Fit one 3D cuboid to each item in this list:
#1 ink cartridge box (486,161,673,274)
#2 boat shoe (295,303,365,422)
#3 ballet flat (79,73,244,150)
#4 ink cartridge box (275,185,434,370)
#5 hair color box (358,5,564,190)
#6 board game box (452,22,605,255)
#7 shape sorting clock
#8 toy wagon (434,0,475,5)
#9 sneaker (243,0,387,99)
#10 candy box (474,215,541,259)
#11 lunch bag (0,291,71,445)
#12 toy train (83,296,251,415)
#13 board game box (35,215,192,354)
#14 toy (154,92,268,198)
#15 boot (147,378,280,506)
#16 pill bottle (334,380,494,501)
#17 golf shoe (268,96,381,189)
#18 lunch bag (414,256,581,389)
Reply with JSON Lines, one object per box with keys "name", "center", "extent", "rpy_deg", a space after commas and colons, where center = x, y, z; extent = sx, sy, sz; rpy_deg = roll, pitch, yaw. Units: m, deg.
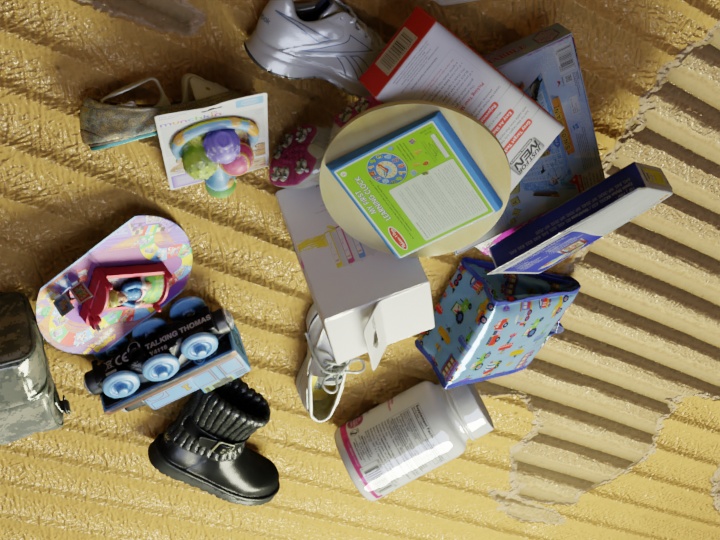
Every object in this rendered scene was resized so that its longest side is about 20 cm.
{"name": "ink cartridge box", "center": [0.249, -0.059, 1.583], "extent": [0.197, 0.047, 0.200], "rpy_deg": [-31, 167, 21]}
{"name": "boat shoe", "center": [-0.038, 0.120, 1.762], "extent": [0.074, 0.086, 0.203], "rpy_deg": [0, 132, -22]}
{"name": "ballet flat", "center": [-0.197, -0.173, 1.443], "extent": [0.199, 0.071, 0.071], "rpy_deg": [-11, 135, -14]}
{"name": "ink cartridge box", "center": [0.000, 0.000, 1.562], "extent": [0.125, 0.201, 0.129], "rpy_deg": [-21, 154, -3]}
{"name": "hair color box", "center": [0.107, -0.174, 1.435], "extent": [0.200, 0.061, 0.102], "rpy_deg": [34, 101, -30]}
{"name": "board game box", "center": [0.162, -0.145, 1.534], "extent": [0.199, 0.041, 0.201], "rpy_deg": [-25, 123, -8]}
{"name": "shape sorting clock", "center": [0.056, -0.093, 1.426], "extent": [0.199, 0.039, 0.201], "rpy_deg": [0, 130, -1]}
{"name": "toy wagon", "center": [0.114, -0.364, 1.396], "extent": [0.154, 0.040, 0.201], "rpy_deg": [-11, 134, -12]}
{"name": "sneaker", "center": [-0.019, -0.237, 1.444], "extent": [0.199, 0.075, 0.087], "rpy_deg": [8, 123, -29]}
{"name": "candy box", "center": [0.146, -0.105, 1.638], "extent": [0.200, 0.061, 0.136], "rpy_deg": [29, 115, -38]}
{"name": "lunch bag", "center": [-0.448, 0.139, 1.578], "extent": [0.199, 0.140, 0.168], "rpy_deg": [-17, 129, -8]}
{"name": "toy train", "center": [-0.236, 0.111, 1.680], "extent": [0.199, 0.087, 0.114], "rpy_deg": [-26, 142, 4]}
{"name": "board game box", "center": [-0.270, 0.031, 1.576], "extent": [0.200, 0.039, 0.158], "rpy_deg": [-38, 145, -7]}
{"name": "toy", "center": [-0.149, -0.119, 1.453], "extent": [0.115, 0.047, 0.200], "rpy_deg": [-14, 167, -7]}
{"name": "boot", "center": [-0.159, 0.225, 1.820], "extent": [0.211, 0.080, 0.158], "rpy_deg": [23, 120, -36]}
{"name": "pill bottle", "center": [0.075, 0.222, 1.886], "extent": [0.199, 0.114, 0.113], "rpy_deg": [-29, 136, 7]}
{"name": "golf shoe", "center": [-0.020, -0.123, 1.501], "extent": [0.091, 0.076, 0.200], "rpy_deg": [23, 155, -36]}
{"name": "lunch bag", "center": [0.198, 0.072, 1.821], "extent": [0.199, 0.094, 0.151], "rpy_deg": [3, 128, -36]}
